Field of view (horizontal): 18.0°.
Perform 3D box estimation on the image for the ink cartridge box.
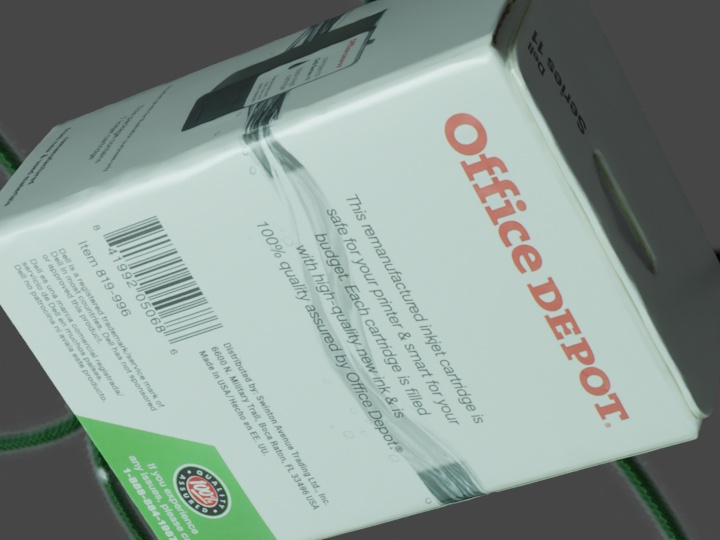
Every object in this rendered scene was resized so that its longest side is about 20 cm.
[{"bbox_3d":[0.000,0.000,0.725,0.199,0.083,0.147,-17,115,28],"label":"ink cartridge box"}]
